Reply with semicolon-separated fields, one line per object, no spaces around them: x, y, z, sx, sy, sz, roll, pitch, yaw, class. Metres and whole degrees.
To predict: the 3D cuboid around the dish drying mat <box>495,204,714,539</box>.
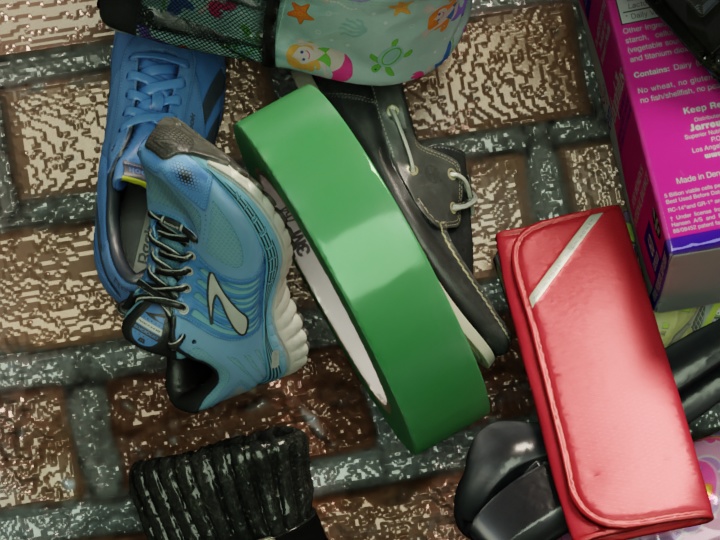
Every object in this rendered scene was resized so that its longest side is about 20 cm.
0.128;0.054;1.388;0.076;0.018;0.201;-11;56;-2;dish drying mat

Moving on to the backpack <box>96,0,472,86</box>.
-0.027;-0.194;1.398;0.199;0.151;0.178;17;45;-1;backpack

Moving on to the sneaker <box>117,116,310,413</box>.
-0.085;0.007;1.364;0.090;0.200;0.078;-36;50;-20;sneaker

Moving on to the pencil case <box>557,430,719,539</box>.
0.202;0.134;1.422;0.199;0.087;0.088;-27;85;-6;pencil case

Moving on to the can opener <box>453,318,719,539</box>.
0.137;0.091;1.412;0.200;0.063;0.079;-32;59;-14;can opener

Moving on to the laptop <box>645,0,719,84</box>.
0.195;-0.217;1.378;0.177;0.103;0.200;-44;104;0;laptop

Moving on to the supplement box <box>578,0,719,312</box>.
0.191;-0.092;1.419;0.103;0.101;0.201;-10;71;-2;supplement box

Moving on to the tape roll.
0.000;0.000;1.367;0.048;0.200;0.201;-28;85;-6;tape roll

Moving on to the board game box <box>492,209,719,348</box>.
0.187;0.018;1.462;0.199;0.032;0.120;-17;80;-4;board game box

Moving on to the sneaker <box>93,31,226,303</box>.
-0.112;-0.078;1.434;0.066;0.078;0.201;5;81;0;sneaker

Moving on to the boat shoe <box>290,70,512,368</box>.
0.035;-0.040;1.439;0.067;0.072;0.200;-29;82;-5;boat shoe

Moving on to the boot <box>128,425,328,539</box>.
-0.016;0.160;1.408;0.210;0.079;0.159;-8;84;-3;boot
